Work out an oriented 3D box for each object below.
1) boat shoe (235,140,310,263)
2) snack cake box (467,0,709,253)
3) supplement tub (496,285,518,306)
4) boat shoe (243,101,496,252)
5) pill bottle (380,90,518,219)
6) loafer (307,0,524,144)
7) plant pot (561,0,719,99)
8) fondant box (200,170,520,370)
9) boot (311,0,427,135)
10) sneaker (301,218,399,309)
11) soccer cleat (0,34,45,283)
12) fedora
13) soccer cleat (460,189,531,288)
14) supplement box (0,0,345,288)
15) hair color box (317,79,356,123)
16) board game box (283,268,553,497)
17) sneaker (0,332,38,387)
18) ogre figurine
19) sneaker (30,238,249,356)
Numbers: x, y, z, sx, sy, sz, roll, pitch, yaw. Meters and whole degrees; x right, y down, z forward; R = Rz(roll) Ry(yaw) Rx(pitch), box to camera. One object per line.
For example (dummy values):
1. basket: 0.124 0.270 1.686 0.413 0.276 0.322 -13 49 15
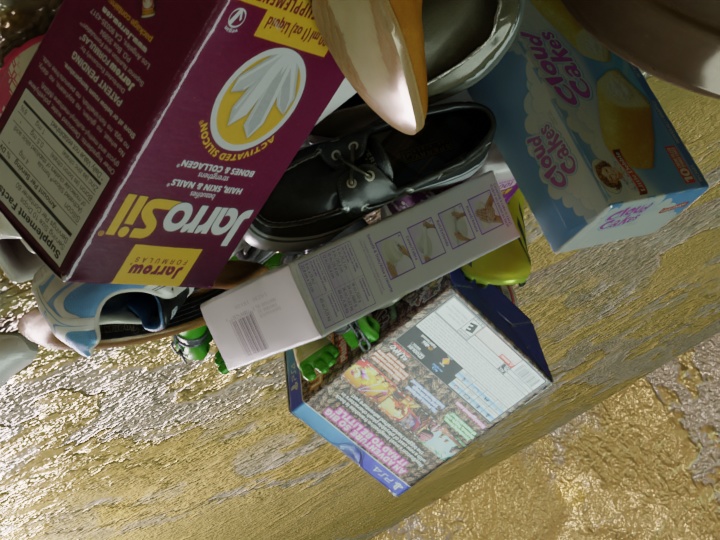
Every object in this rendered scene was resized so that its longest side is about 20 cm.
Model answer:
1. boat shoe: -0.035 -0.068 1.020 0.200 0.071 0.072 -35 171 36
2. snack cake box: 0.154 -0.120 0.938 0.114 0.201 0.067 -10 156 -40
3. supplement tub: 0.079 0.043 1.379 0.140 0.141 0.200 -32 161 19
4. boat shoe: 0.005 -0.073 0.890 0.199 0.069 0.057 -22 169 -19
5. pill bottle: 0.077 -0.087 1.063 0.111 0.113 0.200 -19 162 -19
6. loafer: 0.026 -0.148 0.892 0.199 0.076 0.069 -34 164 24
7. plant pot: 0.247 -0.234 0.817 0.199 0.201 0.175 -13 142 -33
8. fondant box: 0.000 0.000 0.945 0.199 0.059 0.144 -27 -178 -35
9. boot: 0.036 -0.185 0.651 0.144 0.071 0.202 -41 130 -22
10. sneaker: -0.041 -0.018 1.190 0.199 0.106 0.075 -10 -144 50
11. soccer cleat: -0.197 -0.065 0.801 0.069 0.087 0.200 -14 158 -32
12. fedora: -0.174 0.001 1.004 0.199 0.083 0.201 -14 166 -4
13. soccer cleat: 0.123 -0.049 1.169 0.064 0.201 0.084 3 115 2
14. supplement box: -0.104 -0.099 0.717 0.131 0.103 0.201 2 127 -57
15. hair color box: -0.082 -0.118 0.849 0.200 0.065 0.109 -37 160 25
16. board game box: 0.052 0.091 1.216 0.200 0.097 0.159 -38 120 18
17. sneaker: -0.358 0.122 1.108 0.199 0.081 0.070 -31 160 10
18. ogre figurine: -0.095 0.033 1.145 0.098 0.199 0.120 -54 136 -29
19. sneaker: -0.130 -0.001 0.874 0.199 0.073 0.072 -28 172 -39
